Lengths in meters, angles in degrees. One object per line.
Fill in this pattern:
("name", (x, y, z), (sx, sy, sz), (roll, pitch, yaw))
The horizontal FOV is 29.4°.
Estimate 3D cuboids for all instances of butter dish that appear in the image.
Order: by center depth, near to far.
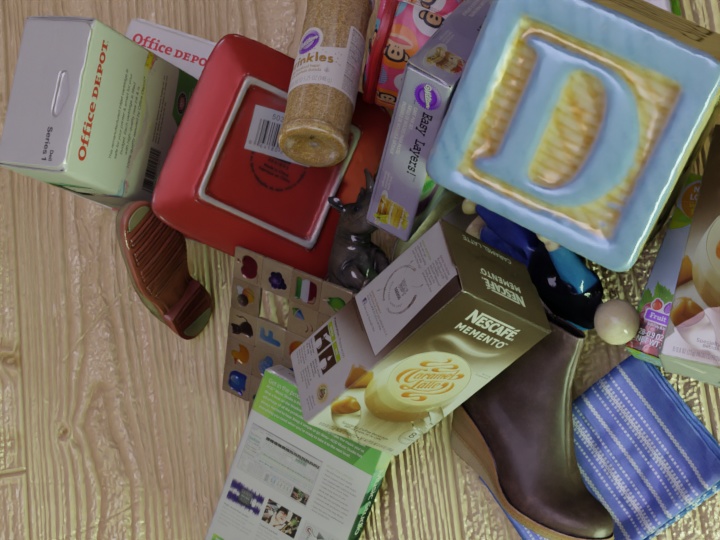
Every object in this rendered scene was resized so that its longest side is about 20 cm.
("butter dish", (-0.098, -0.110, 1.388), (0.199, 0.148, 0.201), (24, 89, -17))

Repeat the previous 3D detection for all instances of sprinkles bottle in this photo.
("sprinkles bottle", (-0.030, -0.198, 1.307), (0.068, 0.068, 0.202), (-4, 59, 23))

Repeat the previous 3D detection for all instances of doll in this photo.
("doll", (0.169, -0.002, 1.225), (0.048, 0.137, 0.200), (-35, 56, -15))

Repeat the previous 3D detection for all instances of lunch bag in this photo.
("lunch bag", (0.063, -0.254, 1.328), (0.081, 0.176, 0.202), (17, 70, 3))

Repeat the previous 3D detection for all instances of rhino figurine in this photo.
("rhino figurine", (0.000, 0.000, 1.324), (0.087, 0.059, 0.202), (27, 122, 53))

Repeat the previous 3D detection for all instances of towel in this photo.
("towel", (0.222, 0.186, 1.250), (0.200, 0.024, 0.145), (-40, 66, 12))

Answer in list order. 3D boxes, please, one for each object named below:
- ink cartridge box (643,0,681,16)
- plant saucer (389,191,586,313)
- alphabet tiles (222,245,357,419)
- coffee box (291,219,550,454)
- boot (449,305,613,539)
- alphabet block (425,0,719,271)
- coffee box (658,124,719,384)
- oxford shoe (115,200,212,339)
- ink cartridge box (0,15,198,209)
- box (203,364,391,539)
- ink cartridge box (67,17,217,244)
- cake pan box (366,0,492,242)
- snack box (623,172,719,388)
("ink cartridge box", (0.229, -0.222, 1.301), (0.146, 0.076, 0.202), (-8, 97, 21))
("plant saucer", (0.124, 0.004, 1.323), (0.198, 0.032, 0.202), (-5, 77, 23))
("alphabet tiles", (-0.061, 0.091, 1.340), (0.166, 0.008, 0.202), (21, 121, 22))
("coffee box", (0.049, 0.063, 1.193), (0.200, 0.114, 0.080), (-43, 43, 29))
("boot", (0.166, 0.133, 1.216), (0.200, 0.072, 0.168), (36, 119, 35))
("alphabet block", (0.197, -0.138, 1.181), (0.195, 0.200, 0.197), (29, 111, 12))
("coffee box", (0.325, -0.007, 1.131), (0.113, 0.080, 0.202), (11, 79, 20))
("oxford shoe", (-0.215, -0.004, 1.387), (0.074, 0.201, 0.071), (27, 62, 30))
("ink cartridge box", (-0.249, -0.146, 1.328), (0.083, 0.200, 0.146), (7, 84, 24))
("box", (-0.059, 0.212, 1.331), (0.143, 0.036, 0.202), (26, 106, 20))
("ink cartridge box", (-0.206, -0.149, 1.467), (0.144, 0.084, 0.202), (21, 89, 25))
("cake pan box", (0.083, -0.152, 1.248), (0.052, 0.200, 0.185), (28, 134, 11))
("snack box", (0.353, 0.027, 1.193), (0.199, 0.068, 0.170), (21, 85, 22))
